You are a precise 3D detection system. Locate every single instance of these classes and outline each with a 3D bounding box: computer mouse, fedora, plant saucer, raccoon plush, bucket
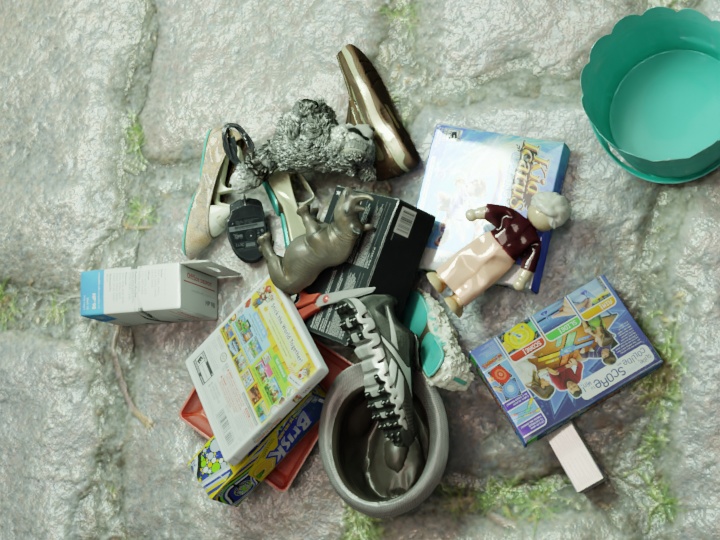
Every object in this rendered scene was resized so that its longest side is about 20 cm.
[{"bbox_3d":[-0.167,-0.109,1.764,0.059,0.034,0.200,-8,99,-11],"label":"computer mouse"},{"bbox_3d":[0.039,0.220,1.627,0.177,0.090,0.200,-13,72,17],"label":"fedora"},{"bbox_3d":[-0.124,0.170,1.727,0.200,0.037,0.200,32,92,23],"label":"plant saucer"},{"bbox_3d":[-0.065,-0.135,1.694,0.200,0.097,0.134,-47,58,17],"label":"raccoon plush"},{"bbox_3d":[0.384,-0.212,1.554,0.207,0.135,0.208,-4,78,21],"label":"bucket"}]

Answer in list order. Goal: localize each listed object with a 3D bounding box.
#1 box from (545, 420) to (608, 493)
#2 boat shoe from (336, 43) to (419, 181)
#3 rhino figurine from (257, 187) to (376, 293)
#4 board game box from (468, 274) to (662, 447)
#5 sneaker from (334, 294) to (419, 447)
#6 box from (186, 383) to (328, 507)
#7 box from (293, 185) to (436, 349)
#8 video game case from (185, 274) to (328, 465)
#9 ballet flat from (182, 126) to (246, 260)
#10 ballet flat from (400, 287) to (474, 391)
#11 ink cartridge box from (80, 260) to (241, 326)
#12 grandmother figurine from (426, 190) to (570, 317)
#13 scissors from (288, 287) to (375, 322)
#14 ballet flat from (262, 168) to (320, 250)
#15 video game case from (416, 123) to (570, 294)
[{"bbox_3d":[0.243,0.185,1.585,0.041,0.039,0.200,-34,71,11],"label":"box"},{"bbox_3d":[0.004,-0.216,1.732,0.075,0.075,0.203,-31,71,19],"label":"boat shoe"},{"bbox_3d":[-0.052,-0.042,1.625,0.200,0.060,0.088,-35,76,30],"label":"rhino figurine"},{"bbox_3d":[0.255,0.112,1.565,0.200,0.034,0.136,-29,71,-5],"label":"board game box"},{"bbox_3d":[0.044,0.118,1.562,0.090,0.066,0.200,-19,88,-28],"label":"sneaker"},{"bbox_3d":[-0.132,0.216,1.662,0.200,0.064,0.070,-47,55,8],"label":"box"},{"bbox_3d":[0.000,0.000,1.662,0.141,0.079,0.200,18,87,49],"label":"box"},{"bbox_3d":[-0.141,0.127,1.651,0.182,0.023,0.200,-45,42,13],"label":"video game case"},{"bbox_3d":[-0.204,-0.109,1.795,0.067,0.068,0.200,10,85,15],"label":"ballet flat"},{"bbox_3d":[0.100,0.096,1.616,0.072,0.072,0.200,-37,29,11],"label":"ballet flat"},{"bbox_3d":[-0.279,0.034,1.767,0.200,0.116,0.067,-5,78,20],"label":"ink cartridge box"},{"bbox_3d":[0.179,-0.033,1.595,0.200,0.061,0.121,-37,99,7],"label":"grandmother figurine"},{"bbox_3d":[-0.052,0.034,1.635,0.200,0.014,0.073,-32,49,39],"label":"scissors"},{"bbox_3d":[-0.089,-0.080,1.741,0.069,0.069,0.200,-27,64,14],"label":"ballet flat"},{"bbox_3d":[0.167,-0.084,1.661,0.181,0.045,0.200,11,84,21],"label":"video game case"}]
